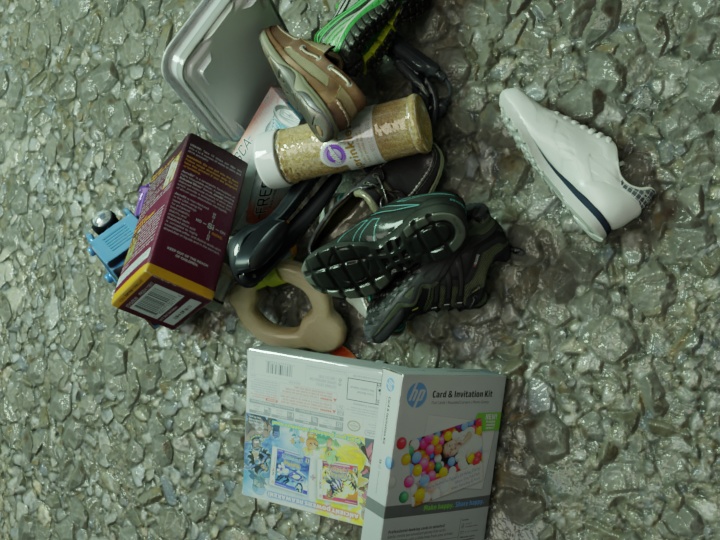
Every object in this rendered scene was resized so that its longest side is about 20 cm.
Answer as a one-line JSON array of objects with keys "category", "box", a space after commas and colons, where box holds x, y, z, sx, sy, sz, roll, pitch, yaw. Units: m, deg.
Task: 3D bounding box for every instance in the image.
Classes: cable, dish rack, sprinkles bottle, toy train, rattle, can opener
[{"category": "cable", "box": [0.011, -0.217, 1.001, 0.200, 0.051, 0.163, 39, 111, 21]}, {"category": "dish rack", "box": [-0.145, -0.253, 0.979, 0.043, 0.200, 0.172, 31, 81, 23]}, {"category": "sprinkles bottle", "box": [-0.021, -0.146, 0.914, 0.199, 0.068, 0.068, -11, 83, 20]}, {"category": "toy train", "box": [-0.292, 0.005, 1.077, 0.087, 0.200, 0.114, -36, 48, -15]}, {"category": "rattle", "box": [-0.065, 0.049, 1.043, 0.200, 0.143, 0.130, 38, 103, -12]}, {"category": "can opener", "box": [-0.085, -0.057, 0.954, 0.078, 0.200, 0.063, 5, 134, 42]}]

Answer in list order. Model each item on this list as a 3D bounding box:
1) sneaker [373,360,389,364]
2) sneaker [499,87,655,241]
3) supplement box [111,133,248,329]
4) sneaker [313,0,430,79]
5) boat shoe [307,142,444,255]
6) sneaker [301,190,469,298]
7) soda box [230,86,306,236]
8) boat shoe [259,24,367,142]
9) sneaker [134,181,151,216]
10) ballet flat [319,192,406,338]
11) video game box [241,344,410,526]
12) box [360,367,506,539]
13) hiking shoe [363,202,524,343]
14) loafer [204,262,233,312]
[{"category": "sneaker", "box": [-0.027, 0.198, 0.990, 0.112, 0.071, 0.201, 15, 98, 25]}, {"category": "sneaker", "box": [0.227, -0.128, 0.868, 0.080, 0.076, 0.200, -38, 75, 10]}, {"category": "supplement box", "box": [-0.213, -0.046, 0.955, 0.110, 0.086, 0.201, -32, 40, 47]}, {"category": "sneaker", "box": [0.018, -0.321, 0.948, 0.085, 0.078, 0.200, 30, 72, 31]}, {"category": "boat shoe", "box": [0.017, -0.076, 0.927, 0.200, 0.065, 0.072, -43, 75, 6]}, {"category": "sneaker", "box": [0.028, -0.029, 0.876, 0.199, 0.079, 0.076, -19, 120, 22]}, {"category": "soda box", "box": [-0.123, -0.137, 1.035, 0.068, 0.063, 0.200, 50, 124, 21]}, {"category": "boat shoe", "box": [-0.053, -0.219, 0.900, 0.072, 0.076, 0.200, -31, 53, -3]}, {"category": "sneaker", "box": [-0.278, -0.111, 1.137, 0.200, 0.081, 0.083, -49, 62, 19]}, {"category": "ballet flat", "box": [0.000, 0.000, 0.993, 0.069, 0.069, 0.200, -30, 70, 25]}, {"category": "video game box", "box": [-0.043, 0.190, 0.933, 0.199, 0.047, 0.183, 6, 95, 26]}, {"category": "box", "box": [0.082, 0.209, 0.882, 0.041, 0.156, 0.201, 9, 92, 54]}, {"category": "hiking shoe", "box": [0.093, 0.023, 0.901, 0.200, 0.076, 0.101, -45, 106, 6]}, {"category": "loafer", "box": [-0.206, -0.013, 1.069, 0.063, 0.072, 0.200, -51, 32, 6]}]
